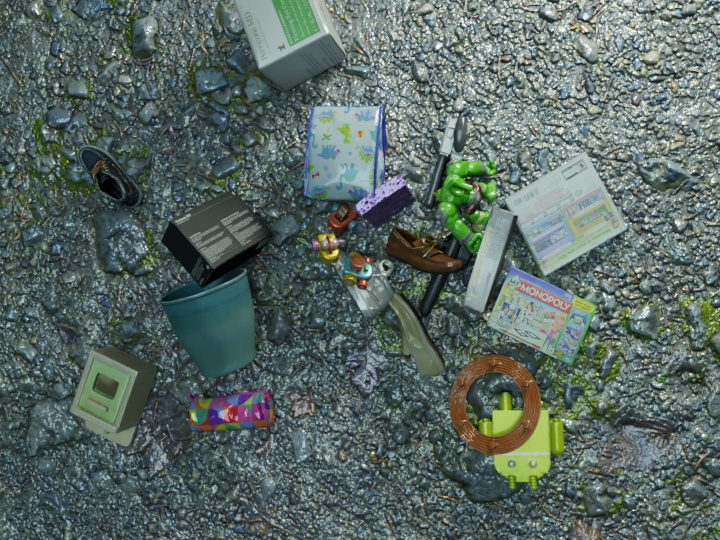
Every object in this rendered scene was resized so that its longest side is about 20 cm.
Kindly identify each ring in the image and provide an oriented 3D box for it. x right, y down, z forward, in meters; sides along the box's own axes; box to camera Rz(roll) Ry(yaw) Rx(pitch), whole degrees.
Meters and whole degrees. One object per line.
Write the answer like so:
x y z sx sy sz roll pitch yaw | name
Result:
0.279 0.280 1.553 0.195 0.019 0.207 -7 73 24 | ring

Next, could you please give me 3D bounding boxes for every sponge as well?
0.055 -0.141 1.541 0.110 0.200 0.030 -35 82 7 | sponge

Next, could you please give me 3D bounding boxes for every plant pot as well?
-0.314 0.121 1.616 0.194 0.200 0.193 -15 101 10 | plant pot

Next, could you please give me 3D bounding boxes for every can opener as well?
0.185 -0.230 1.585 0.052 0.067 0.206 17 92 10 | can opener
0.176 0.005 1.585 0.077 0.063 0.204 28 94 11 | can opener

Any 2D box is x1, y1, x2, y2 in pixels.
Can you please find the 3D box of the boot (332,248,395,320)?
0.000 0.000 1.623 0.094 0.074 0.203 -32 86 -5 | boot

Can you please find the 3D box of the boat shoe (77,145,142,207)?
-0.595 -0.226 1.716 0.199 0.091 0.071 40 96 9 | boat shoe

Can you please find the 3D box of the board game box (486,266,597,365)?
0.381 0.095 1.564 0.196 0.029 0.138 24 94 10 | board game box

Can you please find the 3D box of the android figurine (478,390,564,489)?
0.339 0.357 1.563 0.176 0.041 0.207 0 87 10 | android figurine

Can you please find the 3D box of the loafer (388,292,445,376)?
0.111 0.144 1.582 0.067 0.076 0.203 -30 92 7 | loafer

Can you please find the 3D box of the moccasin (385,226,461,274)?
0.134 -0.044 1.552 0.200 0.072 0.080 30 113 50 | moccasin

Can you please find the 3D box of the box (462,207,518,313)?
0.266 -0.024 1.511 0.047 0.158 0.206 18 99 13 | box

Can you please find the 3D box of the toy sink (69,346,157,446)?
-0.573 0.296 1.694 0.127 0.112 0.205 22 93 10 | toy sink

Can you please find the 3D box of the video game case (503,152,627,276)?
0.430 -0.118 1.562 0.197 0.022 0.186 -29 84 8 | video game case

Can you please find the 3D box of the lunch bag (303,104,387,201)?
-0.030 -0.251 1.595 0.165 0.127 0.207 2 93 11 | lunch bag

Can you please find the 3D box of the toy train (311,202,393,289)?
-0.019 -0.060 1.580 0.149 0.056 0.201 -33 71 -26 | toy train

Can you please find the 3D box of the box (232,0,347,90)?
-0.153 -0.531 1.585 0.168 0.200 0.204 -23 86 11 | box

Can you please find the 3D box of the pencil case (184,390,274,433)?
-0.291 0.316 1.658 0.194 0.088 0.091 -5 88 8 | pencil case

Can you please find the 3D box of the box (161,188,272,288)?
-0.309 -0.073 1.605 0.142 0.199 0.079 48 132 6 | box

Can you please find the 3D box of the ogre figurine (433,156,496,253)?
0.219 -0.152 1.538 0.118 0.098 0.205 23 88 -21 | ogre figurine
